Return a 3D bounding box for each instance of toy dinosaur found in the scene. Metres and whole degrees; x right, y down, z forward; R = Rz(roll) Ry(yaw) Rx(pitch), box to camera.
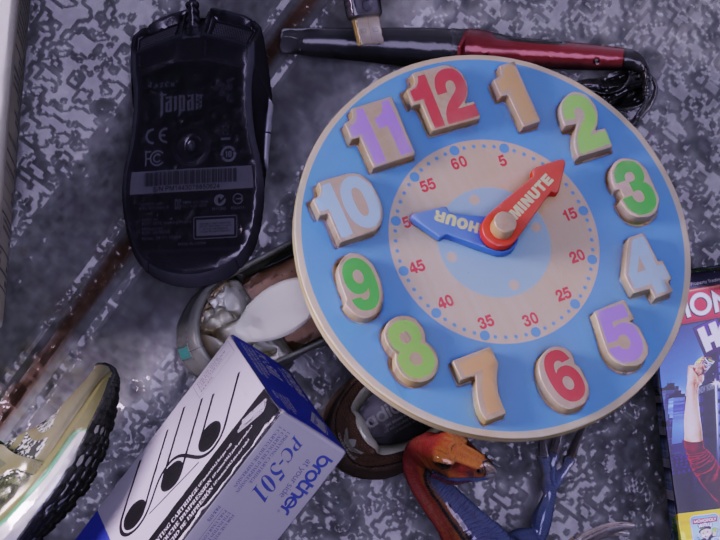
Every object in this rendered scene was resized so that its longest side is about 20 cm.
[{"bbox_3d":[0.079,0.163,1.207,0.181,0.105,0.201,32,84,-11],"label":"toy dinosaur"}]

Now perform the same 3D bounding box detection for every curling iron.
[{"bbox_3d":[0.057,-0.104,1.272,0.199,0.026,0.050,10,82,-5],"label":"curling iron"}]

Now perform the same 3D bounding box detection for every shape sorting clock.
[{"bbox_3d":[0.065,-0.014,1.199,0.198,0.039,0.201,4,64,-9],"label":"shape sorting clock"}]

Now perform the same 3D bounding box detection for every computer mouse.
[{"bbox_3d":[-0.053,-0.092,1.244,0.139,0.046,0.202,-8,78,9],"label":"computer mouse"}]

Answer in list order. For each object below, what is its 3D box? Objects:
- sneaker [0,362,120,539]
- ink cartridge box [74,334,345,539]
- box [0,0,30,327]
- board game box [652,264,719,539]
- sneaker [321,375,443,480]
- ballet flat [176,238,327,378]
[{"bbox_3d":[-0.199,0.111,1.210,0.089,0.077,0.200,41,81,6],"label":"sneaker"},{"bbox_3d":[-0.094,0.136,1.180,0.044,0.094,0.200,34,97,-27],"label":"ink cartridge box"},{"bbox_3d":[-0.219,-0.077,1.189,0.108,0.128,0.202,5,85,-6],"label":"box"},{"bbox_3d":[0.241,0.043,1.264,0.198,0.062,0.201,-6,86,-8],"label":"board game box"},{"bbox_3d":[0.071,0.043,1.239,0.199,0.076,0.071,-35,90,-7],"label":"sneaker"},{"bbox_3d":[0.000,0.000,1.240,0.199,0.064,0.068,-29,89,-8],"label":"ballet flat"}]
